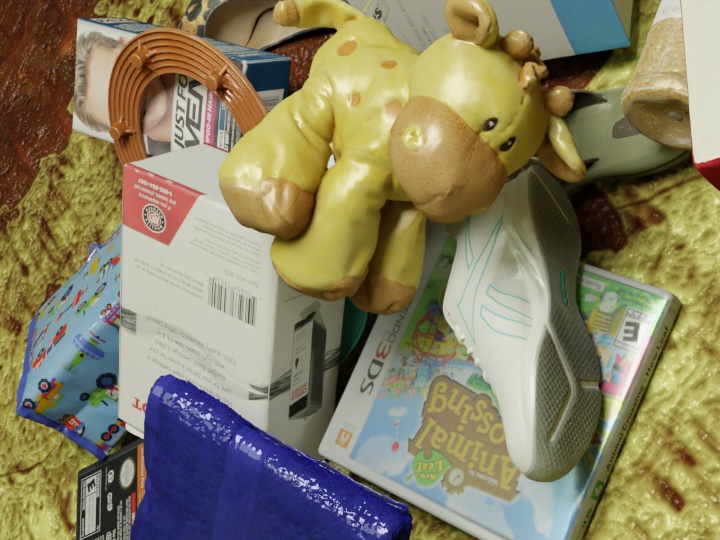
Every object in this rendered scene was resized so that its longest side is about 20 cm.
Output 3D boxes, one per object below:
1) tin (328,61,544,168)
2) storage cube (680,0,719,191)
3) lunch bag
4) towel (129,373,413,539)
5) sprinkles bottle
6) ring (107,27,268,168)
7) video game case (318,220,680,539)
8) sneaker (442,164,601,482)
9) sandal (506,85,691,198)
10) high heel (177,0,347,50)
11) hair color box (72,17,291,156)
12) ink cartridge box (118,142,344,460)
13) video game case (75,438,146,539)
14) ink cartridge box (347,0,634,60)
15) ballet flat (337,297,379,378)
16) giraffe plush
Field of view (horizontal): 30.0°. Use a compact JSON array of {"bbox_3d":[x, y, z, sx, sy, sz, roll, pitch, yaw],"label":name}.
[{"bbox_3d":[0.049,-0.114,0.988,0.200,0.042,0.112,-47,41,15],"label":"tin"},{"bbox_3d":[0.274,-0.115,0.673,0.170,0.179,0.202,-17,59,36],"label":"storage cube"},{"bbox_3d":[-0.215,0.031,1.128,0.151,0.094,0.200,-45,33,11],"label":"lunch bag"},{"bbox_3d":[-0.060,0.166,0.869,0.199,0.049,0.149,28,124,25],"label":"towel"},{"bbox_3d":[0.220,-0.172,0.811,0.068,0.068,0.201,5,63,44],"label":"sprinkles bottle"},{"bbox_3d":[-0.135,-0.093,1.064,0.199,0.202,0.019,0,25,43],"label":"ring"},{"bbox_3d":[0.082,0.071,0.857,0.199,0.022,0.183,21,85,39],"label":"video game case"},{"bbox_3d":[0.094,0.037,0.811,0.080,0.070,0.202,-24,51,33],"label":"sneaker"},{"bbox_3d":[0.131,-0.087,0.880,0.200,0.057,0.081,-21,56,37],"label":"sandal"},{"bbox_3d":[-0.083,-0.200,1.128,0.200,0.071,0.143,-45,41,7],"label":"high heel"},{"bbox_3d":[-0.154,-0.146,1.123,0.199,0.060,0.101,19,111,35],"label":"hair color box"},{"bbox_3d":[-0.090,0.032,0.928,0.146,0.083,0.202,23,119,33],"label":"ink cartridge box"},{"bbox_3d":[-0.150,0.216,1.017,0.180,0.025,0.202,-29,51,31],"label":"video game case"},{"bbox_3d":[0.075,-0.223,0.910,0.198,0.125,0.130,-6,55,26],"label":"ink cartridge box"},{"bbox_3d":[0.000,0.000,0.943,0.068,0.068,0.201,37,126,19],"label":"ballet flat"},{"bbox_3d":[0.039,-0.077,0.772,0.161,0.172,0.202,2,78,46],"label":"giraffe plush"}]
